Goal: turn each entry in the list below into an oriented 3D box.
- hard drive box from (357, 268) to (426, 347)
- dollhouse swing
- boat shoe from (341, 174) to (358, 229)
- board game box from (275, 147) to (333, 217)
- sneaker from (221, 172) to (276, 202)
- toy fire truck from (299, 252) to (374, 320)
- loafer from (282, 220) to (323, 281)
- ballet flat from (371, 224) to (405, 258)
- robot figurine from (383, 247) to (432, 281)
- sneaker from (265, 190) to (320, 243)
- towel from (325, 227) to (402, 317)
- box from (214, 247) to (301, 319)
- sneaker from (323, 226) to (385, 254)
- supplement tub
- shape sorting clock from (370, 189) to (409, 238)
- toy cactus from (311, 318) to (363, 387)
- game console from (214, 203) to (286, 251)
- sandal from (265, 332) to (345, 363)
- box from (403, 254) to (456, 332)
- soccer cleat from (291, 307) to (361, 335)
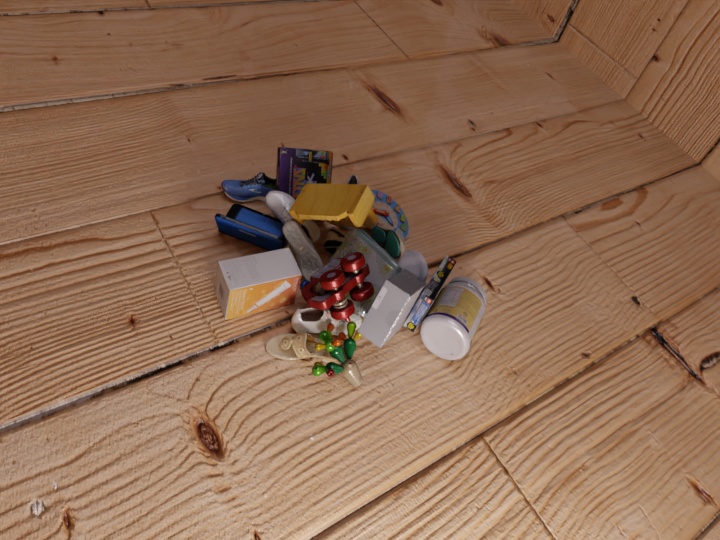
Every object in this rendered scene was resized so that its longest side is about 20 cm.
[{"bbox_3d":[0.086,0.093,1.549,0.076,0.158,0.200,32,15,10],"label":"hard drive box"},{"bbox_3d":[-0.065,-0.142,1.682,0.195,0.179,0.184,5,45,23],"label":"dollhouse swing"},{"bbox_3d":[-0.034,-0.214,1.884,0.072,0.065,0.206,14,48,-7],"label":"boat shoe"},{"bbox_3d":[-0.171,-0.260,1.788,0.161,0.206,0.057,-1,14,-20],"label":"board game box"},{"bbox_3d":[-0.321,-0.261,1.804,0.194,0.090,0.080,0,49,-20],"label":"sneaker"},{"bbox_3d":[-0.070,0.034,1.546,0.165,0.115,0.199,8,36,44],"label":"toy fire truck"},{"bbox_3d":[-0.152,-0.048,1.666,0.069,0.070,0.204,-25,96,8],"label":"loafer"},{"bbox_3d":[0.094,-0.089,1.701,0.061,0.069,0.200,1,22,-24],"label":"ballet flat"},{"bbox_3d":[0.113,0.005,1.717,0.195,0.113,0.173,-10,68,-27],"label":"robot figurine"},{"bbox_3d":[-0.195,-0.154,1.722,0.199,0.071,0.080,42,15,-10],"label":"sneaker"},{"bbox_3d":[0.000,0.000,1.647,0.200,0.173,0.048,43,12,30],"label":"towel"},{"bbox_3d":[-0.266,0.033,1.549,0.196,0.126,0.099,-13,55,-28],"label":"box"},{"bbox_3d":[-0.010,-0.082,1.776,0.195,0.075,0.081,16,43,-8],"label":"sneaker"},{"bbox_3d":[0.261,0.128,1.643,0.143,0.147,0.201,30,47,8],"label":"supplement tub"},{"bbox_3d":[0.077,-0.175,1.881,0.196,0.039,0.204,21,50,-27],"label":"shape sorting clock"},{"bbox_3d":[-0.041,0.209,1.476,0.167,0.101,0.201,56,32,-15],"label":"toy cactus"},{"bbox_3d":[-0.297,-0.139,1.696,0.195,0.171,0.121,20,73,-2],"label":"game console"},{"bbox_3d":[-0.133,0.182,1.506,0.206,0.070,0.079,11,47,-11],"label":"sandal"},{"bbox_3d":[0.195,0.063,1.669,0.039,0.138,0.201,32,43,6],"label":"box"},{"bbox_3d":[-0.083,0.129,1.564,0.194,0.078,0.071,-1,50,-21],"label":"soccer cleat"}]
